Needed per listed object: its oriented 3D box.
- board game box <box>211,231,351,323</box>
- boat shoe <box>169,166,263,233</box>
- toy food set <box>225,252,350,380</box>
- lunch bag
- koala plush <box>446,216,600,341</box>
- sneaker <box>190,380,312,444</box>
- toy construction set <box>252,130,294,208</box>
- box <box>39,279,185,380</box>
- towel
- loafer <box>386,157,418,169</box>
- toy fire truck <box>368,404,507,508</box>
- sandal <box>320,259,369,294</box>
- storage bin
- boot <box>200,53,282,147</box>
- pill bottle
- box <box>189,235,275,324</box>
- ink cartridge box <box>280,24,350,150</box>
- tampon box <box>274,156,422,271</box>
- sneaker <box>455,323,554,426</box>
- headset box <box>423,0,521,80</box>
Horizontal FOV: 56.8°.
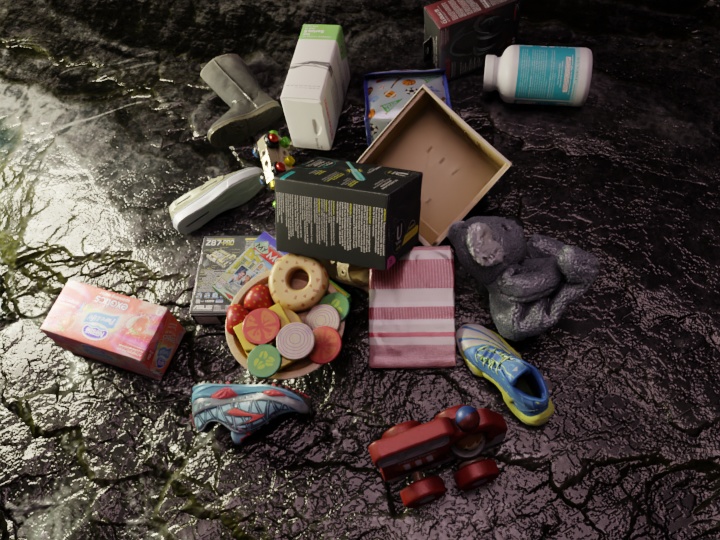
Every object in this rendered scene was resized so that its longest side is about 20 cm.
[{"bbox_3d":[-0.133,0.038,1.119,0.200,0.029,0.135,35,72,20],"label":"board game box"},{"bbox_3d":[-0.275,-0.147,1.268,0.199,0.072,0.062,-31,64,-8],"label":"boat shoe"},{"bbox_3d":[-0.116,0.078,1.054,0.199,0.049,0.198,-29,65,-10],"label":"toy food set"},{"bbox_3d":[0.090,-0.326,1.301,0.169,0.124,0.201,-3,47,5],"label":"lunch bag"},{"bbox_3d":[0.227,-0.010,1.046,0.200,0.177,0.184,37,95,-11],"label":"koala plush"},{"bbox_3d":[-0.172,0.228,1.054,0.199,0.079,0.096,-1,73,14],"label":"sneaker"},{"bbox_3d":[-0.135,-0.188,1.249,0.092,0.131,0.200,-46,56,28],"label":"toy construction set"},{"bbox_3d":[-0.417,0.101,1.130,0.199,0.095,0.103,15,64,14],"label":"box"},{"bbox_3d":[0.085,0.060,1.101,0.143,0.023,0.201,-1,79,8],"label":"towel"},{"bbox_3d":[0.060,-0.175,1.250,0.200,0.068,0.071,-11,68,6],"label":"loafer"},{"bbox_3d":[0.115,0.248,0.944,0.199,0.168,0.113,-18,60,-3],"label":"toy fire truck"},{"bbox_3d":[0.004,-0.004,1.155,0.211,0.070,0.078,36,70,23],"label":"sandal"},{"bbox_3d":[0.118,-0.172,1.159,0.200,0.094,0.199,43,97,4],"label":"storage bin"},{"bbox_3d":[-0.280,-0.361,1.389,0.181,0.073,0.200,-30,68,-26],"label":"boot"},{"bbox_3d":[0.343,-0.382,1.305,0.199,0.111,0.111,6,61,9],"label":"pill bottle"},{"bbox_3d":[-0.190,0.016,1.179,0.199,0.049,0.162,-1,63,6],"label":"box"},{"bbox_3d":[-0.085,-0.363,1.323,0.084,0.146,0.201,7,61,10],"label":"ink cartridge box"},{"bbox_3d":[-0.018,-0.096,1.080,0.199,0.127,0.150,12,26,23],"label":"tampon box"},{"bbox_3d":[0.225,0.143,1.027,0.076,0.105,0.200,-37,64,-14],"label":"sneaker"},{"bbox_3d":[0.216,-0.480,1.354,0.199,0.149,0.077,-23,60,-7],"label":"headset box"}]
